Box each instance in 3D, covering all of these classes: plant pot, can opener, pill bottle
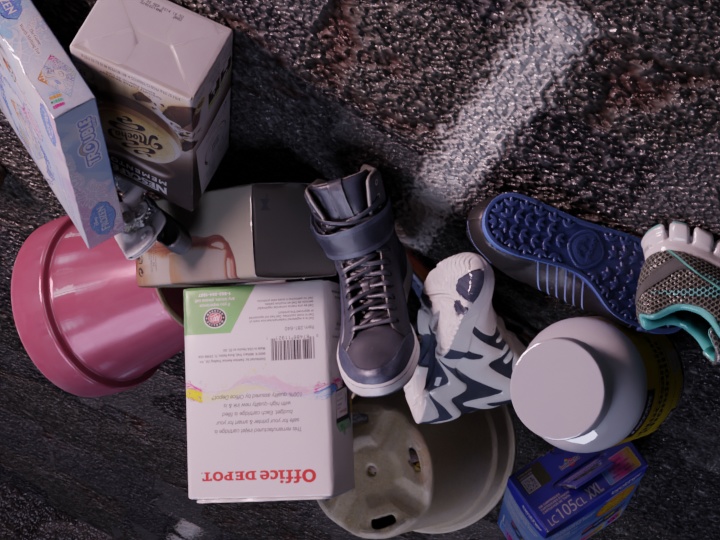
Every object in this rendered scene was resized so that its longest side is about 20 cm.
[{"bbox_3d":[0.042,0.190,1.495,0.199,0.202,0.183,17,-170,19],"label":"plant pot"},{"bbox_3d":[-0.241,0.021,1.557,0.178,0.201,0.200,-16,135,34],"label":"plant pot"},{"bbox_3d":[-0.225,-0.070,1.383,0.066,0.053,0.200,38,-172,-45],"label":"can opener"},{"bbox_3d":[0.200,0.095,1.239,0.111,0.113,0.200,13,-174,26],"label":"pill bottle"}]

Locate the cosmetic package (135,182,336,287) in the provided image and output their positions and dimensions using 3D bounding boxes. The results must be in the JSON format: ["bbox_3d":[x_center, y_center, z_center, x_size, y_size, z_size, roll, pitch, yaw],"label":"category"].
[{"bbox_3d":[-0.122,-0.031,1.387,0.103,0.088,0.199,0,177,-39],"label":"cosmetic package"}]

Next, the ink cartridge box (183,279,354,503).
[{"bbox_3d":[-0.086,0.115,1.383,0.143,0.202,0.084,-4,174,15],"label":"ink cartridge box"}]

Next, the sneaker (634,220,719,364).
[{"bbox_3d":[0.305,0.039,1.143,0.199,0.092,0.078,20,157,12],"label":"sneaker"}]

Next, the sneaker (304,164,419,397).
[{"bbox_3d":[-0.002,0.000,1.255,0.076,0.203,0.147,-13,127,9],"label":"sneaker"}]

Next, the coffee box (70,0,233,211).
[{"bbox_3d":[-0.177,-0.147,1.258,0.112,0.080,0.200,24,156,5],"label":"coffee box"}]

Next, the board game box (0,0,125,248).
[{"bbox_3d":[-0.277,-0.150,1.259,0.200,0.043,0.200,55,162,24],"label":"board game box"}]

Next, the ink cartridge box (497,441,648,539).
[{"bbox_3d":[0.224,0.235,1.552,0.077,0.136,0.200,53,165,24],"label":"ink cartridge box"}]

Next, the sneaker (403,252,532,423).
[{"bbox_3d":[0.120,0.058,1.296,0.128,0.080,0.200,-5,132,-19],"label":"sneaker"}]

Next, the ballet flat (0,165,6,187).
[{"bbox_3d":[-0.498,-0.130,1.656,0.199,0.047,0.068,23,156,7],"label":"ballet flat"}]

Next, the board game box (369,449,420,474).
[{"bbox_3d":[0.038,0.233,1.717,0.199,0.024,0.104,-6,-155,-45],"label":"board game box"}]

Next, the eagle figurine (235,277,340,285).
[{"bbox_3d":[-0.061,0.080,1.516,0.149,0.153,0.200,2,-176,-6],"label":"eagle figurine"}]

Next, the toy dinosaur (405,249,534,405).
[{"bbox_3d":[0.090,0.042,1.421,0.183,0.199,0.105,66,165,-8],"label":"toy dinosaur"}]

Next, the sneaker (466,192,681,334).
[{"bbox_3d":[0.180,-0.007,1.217,0.199,0.071,0.078,29,172,-9],"label":"sneaker"}]
